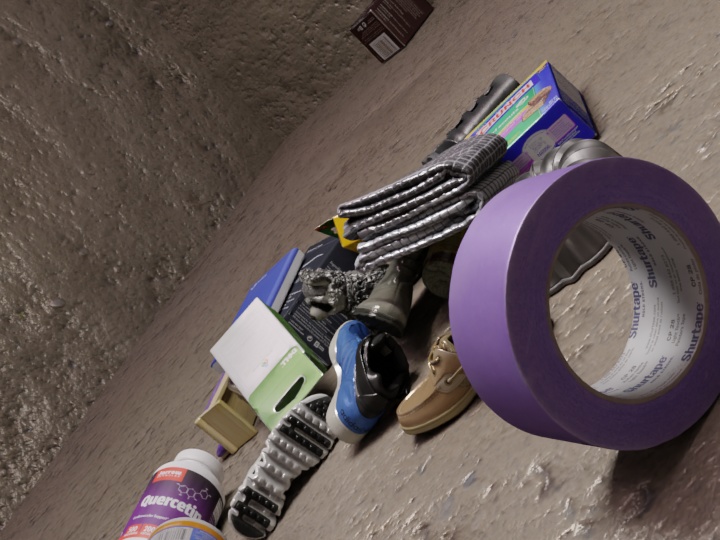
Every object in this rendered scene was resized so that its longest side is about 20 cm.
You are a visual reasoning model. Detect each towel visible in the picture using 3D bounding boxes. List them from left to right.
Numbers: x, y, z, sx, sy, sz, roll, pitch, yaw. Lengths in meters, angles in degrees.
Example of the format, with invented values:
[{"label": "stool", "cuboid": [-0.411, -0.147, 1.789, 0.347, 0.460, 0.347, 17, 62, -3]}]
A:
[{"label": "towel", "cuboid": [0.081, -0.091, 1.178, 0.198, 0.086, 0.166, -23, 11, 29]}]

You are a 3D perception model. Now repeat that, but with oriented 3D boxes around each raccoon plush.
[{"label": "raccoon plush", "cuboid": [0.000, 0.000, 1.387, 0.201, 0.134, 0.097, -56, 15, -25]}]

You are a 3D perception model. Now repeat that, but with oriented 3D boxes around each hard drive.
[{"label": "hard drive", "cuboid": [-0.159, 0.060, 1.508, 0.132, 0.025, 0.201, -40, 17, 33]}]

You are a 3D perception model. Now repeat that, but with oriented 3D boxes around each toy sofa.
[{"label": "toy sofa", "cuboid": [-0.205, 0.205, 1.578, 0.097, 0.083, 0.201, -39, 17, 28]}]

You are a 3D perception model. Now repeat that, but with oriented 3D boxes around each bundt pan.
[{"label": "bundt pan", "cuboid": [0.212, -0.067, 1.055, 0.202, 0.076, 0.202, -45, 14, 14]}]

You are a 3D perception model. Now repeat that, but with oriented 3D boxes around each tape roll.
[{"label": "tape roll", "cuboid": [0.169, 0.024, 0.692, 0.201, 0.200, 0.085, -52, 14, -16]}]

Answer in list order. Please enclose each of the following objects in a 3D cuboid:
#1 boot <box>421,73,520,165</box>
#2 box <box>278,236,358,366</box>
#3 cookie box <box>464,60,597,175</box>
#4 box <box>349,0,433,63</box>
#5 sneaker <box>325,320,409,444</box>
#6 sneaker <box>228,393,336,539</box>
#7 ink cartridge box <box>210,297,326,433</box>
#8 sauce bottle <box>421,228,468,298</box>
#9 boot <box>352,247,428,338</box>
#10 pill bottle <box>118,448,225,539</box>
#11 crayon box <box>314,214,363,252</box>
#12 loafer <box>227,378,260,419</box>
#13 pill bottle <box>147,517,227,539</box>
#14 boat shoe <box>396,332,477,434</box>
[{"label": "boot", "cuboid": [0.195, -0.234, 1.575, 0.200, 0.066, 0.165, -45, 16, -1]}, {"label": "box", "cuboid": [-0.065, 0.051, 1.516, 0.201, 0.104, 0.148, -55, 15, -24]}, {"label": "cookie box", "cuboid": [0.224, -0.181, 1.310, 0.171, 0.075, 0.201, -44, 14, 22]}, {"label": "box", "cuboid": [0.102, -0.833, 3.180, 0.201, 0.164, 0.165, -55, 16, -25]}, {"label": "sneaker", "cuboid": [0.015, 0.108, 1.176, 0.111, 0.076, 0.201, -47, 17, 29]}, {"label": "sneaker", "cuboid": [-0.099, 0.240, 1.210, 0.201, 0.075, 0.081, -52, 6, -12]}, {"label": "ink cartridge box", "cuboid": [-0.115, 0.135, 1.304, 0.104, 0.059, 0.200, -48, 44, 0]}, {"label": "sauce bottle", "cuboid": [0.131, -0.046, 1.267, 0.065, 0.065, 0.201, -37, 17, 37]}, {"label": "boot", "cuboid": [0.047, 0.012, 1.232, 0.200, 0.067, 0.132, 58, -122, -89]}, {"label": "pill bottle", "cuboid": [-0.254, 0.342, 1.310, 0.112, 0.112, 0.201, -39, 18, 33]}, {"label": "crayon box", "cuboid": [0.047, -0.073, 1.387, 0.198, 0.051, 0.127, -25, -14, 18]}, {"label": "loafer", "cuboid": [-0.131, 0.190, 1.439, 0.076, 0.068, 0.199, -52, 30, -8]}, {"label": "pill bottle", "cuboid": [-0.211, 0.383, 1.079, 0.112, 0.112, 0.200, -43, 16, 18]}, {"label": "boat shoe", "cuboid": [0.102, 0.091, 0.991, 0.200, 0.064, 0.071, -44, 15, 20]}]
